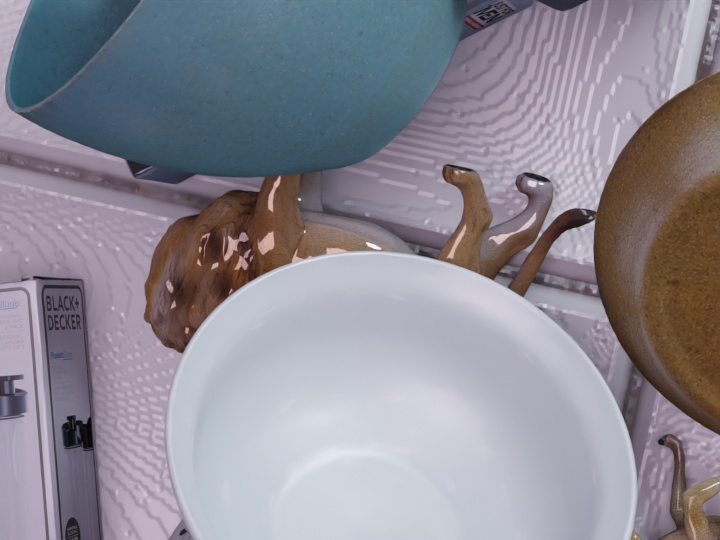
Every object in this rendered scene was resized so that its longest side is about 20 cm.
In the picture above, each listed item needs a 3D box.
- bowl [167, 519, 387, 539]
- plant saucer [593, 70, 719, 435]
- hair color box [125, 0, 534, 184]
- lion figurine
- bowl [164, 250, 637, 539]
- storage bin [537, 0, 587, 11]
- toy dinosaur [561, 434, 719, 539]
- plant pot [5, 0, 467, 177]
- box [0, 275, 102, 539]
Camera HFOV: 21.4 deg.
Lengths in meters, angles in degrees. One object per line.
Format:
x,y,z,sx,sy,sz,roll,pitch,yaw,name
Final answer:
-0.026,0.186,0.869,0.199,0.094,0.202,0,88,15,bowl
0.192,0.008,0.793,0.199,0.035,0.201,9,122,15,plant saucer
-0.031,-0.128,0.892,0.199,0.061,0.099,-26,83,12,hair color box
0.000,0.000,0.878,0.199,0.072,0.123,16,101,10,lion figurine
0.011,0.097,0.808,0.200,0.091,0.202,7,51,-8,bowl
0.086,-0.208,0.758,0.134,0.145,0.201,-31,74,23,storage bin
0.121,0.139,0.841,0.199,0.058,0.101,-32,73,5,toy dinosaur
-0.035,-0.117,0.781,0.134,0.200,0.201,32,99,-23,plant pot
-0.190,0.106,0.931,0.116,0.060,0.201,-7,88,15,box
